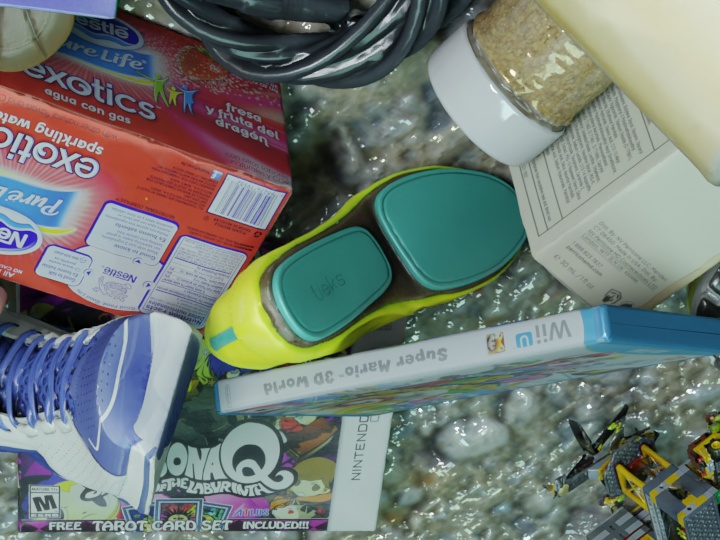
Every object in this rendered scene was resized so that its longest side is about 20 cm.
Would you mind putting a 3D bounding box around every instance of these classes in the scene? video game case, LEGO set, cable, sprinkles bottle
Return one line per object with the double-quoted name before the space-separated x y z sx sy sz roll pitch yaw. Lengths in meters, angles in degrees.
"video game case" -0.080 0.063 1.061 0.198 0.036 0.182 1 129 -9
"video game case" 0.053 0.044 0.936 0.199 0.018 0.143 -13 169 30
"LEGO set" 0.190 0.123 1.125 0.154 0.116 0.201 -40 134 -12
"cable" -0.028 -0.166 0.872 0.162 0.051 0.200 -24 132 19
"sprinkles bottle" 0.121 -0.132 0.900 0.068 0.069 0.200 34 119 -30

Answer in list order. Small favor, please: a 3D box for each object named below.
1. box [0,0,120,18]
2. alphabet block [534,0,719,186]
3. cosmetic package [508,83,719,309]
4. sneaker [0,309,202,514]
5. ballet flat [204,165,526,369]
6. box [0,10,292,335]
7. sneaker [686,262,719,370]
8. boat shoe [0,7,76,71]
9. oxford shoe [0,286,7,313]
"box" -0.138 -0.201 0.768 0.116 0.048 0.202 4 96 -12
"alphabet block" 0.144 -0.180 0.730 0.200 0.196 0.195 47 117 5
"cosmetic package" 0.166 -0.076 0.932 0.200 0.104 0.073 -36 127 23
"sneaker" -0.142 0.060 0.937 0.114 0.081 0.199 18 166 -8
"ballet flat" 0.000 0.000 0.956 0.067 0.199 0.067 -31 86 41
"box" -0.140 -0.059 0.908 0.199 0.096 0.100 18 125 -22
"sneaker" 0.223 -0.043 0.992 0.078 0.090 0.200 42 94 -10
"boat shoe" -0.192 -0.166 0.826 0.074 0.066 0.200 -36 105 11
"oxford shoe" -0.237 0.018 0.929 0.199 0.071 0.074 -6 136 45
